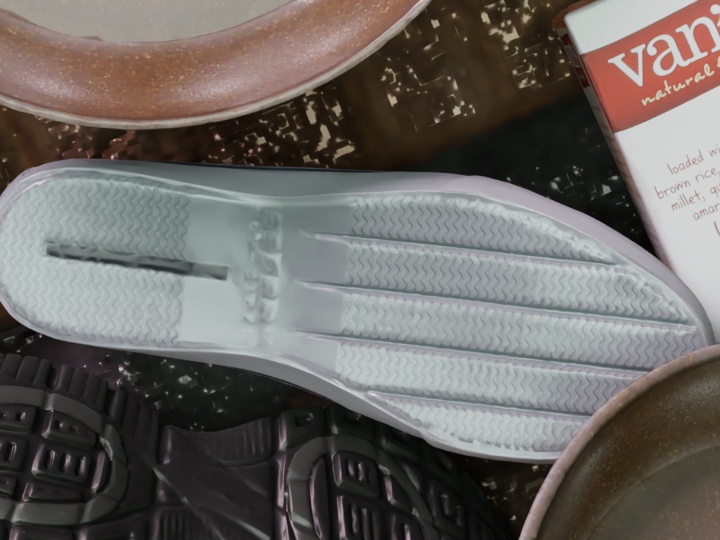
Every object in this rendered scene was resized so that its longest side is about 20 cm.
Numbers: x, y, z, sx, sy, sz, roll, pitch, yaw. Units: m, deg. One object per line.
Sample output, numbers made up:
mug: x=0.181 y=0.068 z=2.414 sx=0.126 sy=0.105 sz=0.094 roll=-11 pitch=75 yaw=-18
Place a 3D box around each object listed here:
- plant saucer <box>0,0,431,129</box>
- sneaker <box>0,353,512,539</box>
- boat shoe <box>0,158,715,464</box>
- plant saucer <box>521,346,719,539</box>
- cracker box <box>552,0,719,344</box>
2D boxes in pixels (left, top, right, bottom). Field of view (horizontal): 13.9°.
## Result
plant saucer: x=-0.056 y=-0.137 z=0.736 sx=0.200 sy=0.032 sz=0.201 roll=-1 pitch=100 yaw=-8
sneaker: x=-0.047 y=0.080 z=0.818 sx=0.200 sy=0.091 sz=0.076 roll=18 pitch=55 yaw=-18
boat shoe: x=0.000 y=0.000 z=0.807 sx=0.200 sy=0.067 sz=0.074 roll=15 pitch=101 yaw=5
plant saucer: x=0.121 y=0.114 z=0.728 sx=0.200 sy=0.032 sz=0.201 roll=10 pitch=62 yaw=-20
cracker box: x=0.154 y=-0.008 z=0.813 sx=0.134 sy=0.058 sz=0.200 roll=-25 pitch=93 yaw=3
